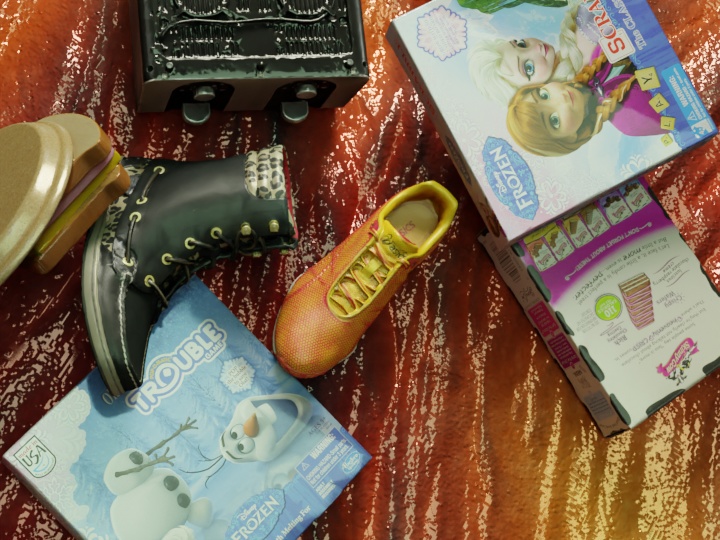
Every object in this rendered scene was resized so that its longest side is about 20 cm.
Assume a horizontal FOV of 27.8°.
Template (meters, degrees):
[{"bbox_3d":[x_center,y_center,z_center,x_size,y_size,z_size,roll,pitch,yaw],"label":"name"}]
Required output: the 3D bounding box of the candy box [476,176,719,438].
[{"bbox_3d":[0.207,0.016,1.197,0.136,0.061,0.201,-30,83,-17],"label":"candy box"}]

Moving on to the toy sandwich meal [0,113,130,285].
[{"bbox_3d":[-0.259,-0.028,1.056,0.070,0.204,0.206,42,67,-35],"label":"toy sandwich meal"}]

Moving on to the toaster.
[{"bbox_3d":[-0.098,-0.221,1.154,0.179,0.119,0.202,-3,77,-15],"label":"toaster"}]

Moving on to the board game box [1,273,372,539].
[{"bbox_3d":[-0.128,0.143,1.094,0.199,0.043,0.200,45,70,1],"label":"board game box"}]

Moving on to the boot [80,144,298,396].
[{"bbox_3d":[-0.124,-0.010,1.076,0.152,0.074,0.205,-7,55,3],"label":"boot"}]

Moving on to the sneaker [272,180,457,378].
[{"bbox_3d":[0.000,0.000,1.134,0.073,0.077,0.200,38,64,0],"label":"sneaker"}]

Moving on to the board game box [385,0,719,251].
[{"bbox_3d":[0.152,-0.149,1.163,0.198,0.041,0.201,-27,84,-10],"label":"board game box"}]
